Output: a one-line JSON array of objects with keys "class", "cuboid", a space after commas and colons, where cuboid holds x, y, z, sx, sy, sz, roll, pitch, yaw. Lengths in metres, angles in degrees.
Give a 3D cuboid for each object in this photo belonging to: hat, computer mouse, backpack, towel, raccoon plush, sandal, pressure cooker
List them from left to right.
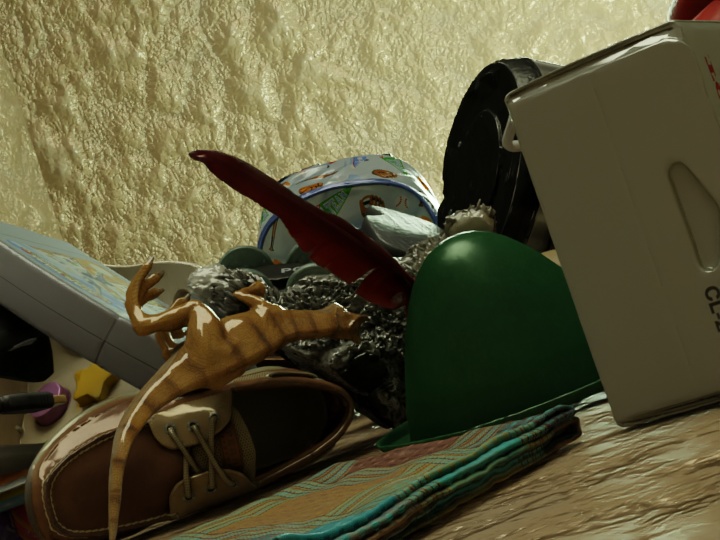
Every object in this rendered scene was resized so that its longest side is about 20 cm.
[{"class": "computer mouse", "cuboid": [-0.219, 0.043, 0.965, 0.139, 0.046, 0.200, 24, 2, 23]}, {"class": "towel", "cuboid": [-0.019, 0.094, 0.621, 0.146, 0.022, 0.199, -18, -1, 37]}, {"class": "backpack", "cuboid": [-0.002, 0.008, 1.317, 0.198, 0.192, 0.154, -18, 15, 0]}, {"class": "raccoon plush", "cuboid": [0.000, 0.000, 0.965, 0.135, 0.199, 0.097, -55, -19, -10]}, {"class": "sandal", "cuboid": [0.033, -0.010, 1.102, 0.075, 0.043, 0.200, 17, 6, -1]}, {"class": "hat", "cuboid": [0.054, -0.012, 0.836, 0.164, 0.178, 0.200, -20, -1, 26]}, {"class": "pressure cooker", "cuboid": [0.173, -0.058, 1.178, 0.198, 0.181, 0.176, 10, -18, -18]}]

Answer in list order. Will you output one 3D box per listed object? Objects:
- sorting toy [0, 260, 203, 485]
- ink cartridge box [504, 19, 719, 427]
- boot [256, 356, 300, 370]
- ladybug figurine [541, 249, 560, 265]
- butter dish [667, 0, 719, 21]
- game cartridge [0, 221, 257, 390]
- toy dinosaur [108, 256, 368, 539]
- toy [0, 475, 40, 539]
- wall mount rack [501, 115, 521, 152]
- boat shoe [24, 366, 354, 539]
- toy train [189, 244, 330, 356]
[{"class": "sorting toy", "cuboid": [-0.186, 0.066, 1.109, 0.178, 0.107, 0.201, -17, 44, 15]}, {"class": "ink cartridge box", "cuboid": [0.152, -0.029, 0.715, 0.082, 0.147, 0.200, -20, -2, 26]}, {"class": "boot", "cuboid": [-0.091, 0.097, 1.145, 0.198, 0.075, 0.097, -21, 1, 27]}, {"class": "ladybug figurine", "cuboid": [0.066, 0.044, 1.060, 0.198, 0.073, 0.135, -18, -2, 23]}, {"class": "butter dish", "cuboid": [0.204, -0.048, 0.880, 0.148, 0.200, 0.199, -41, -5, 0]}, {"class": "game cartridge", "cuboid": [-0.169, 0.023, 1.015, 0.042, 0.199, 0.133, -60, -25, 0]}, {"class": "toy dinosaur", "cuboid": [-0.083, 0.045, 0.838, 0.199, 0.061, 0.106, -30, 45, -33]}, {"class": "toy", "cuboid": [-0.184, 0.139, 0.987, 0.198, 0.048, 0.115, -26, -5, 15]}, {"class": "wall mount rack", "cuboid": [0.191, -0.062, 1.017, 0.172, 0.201, 0.075, -9, -36, -21]}, {"class": "boat shoe", "cuboid": [-0.087, 0.093, 0.870, 0.199, 0.077, 0.071, -21, 5, -38]}, {"class": "toy train", "cuboid": [-0.030, 0.040, 1.201, 0.197, 0.115, 0.085, -6, 18, -3]}]
